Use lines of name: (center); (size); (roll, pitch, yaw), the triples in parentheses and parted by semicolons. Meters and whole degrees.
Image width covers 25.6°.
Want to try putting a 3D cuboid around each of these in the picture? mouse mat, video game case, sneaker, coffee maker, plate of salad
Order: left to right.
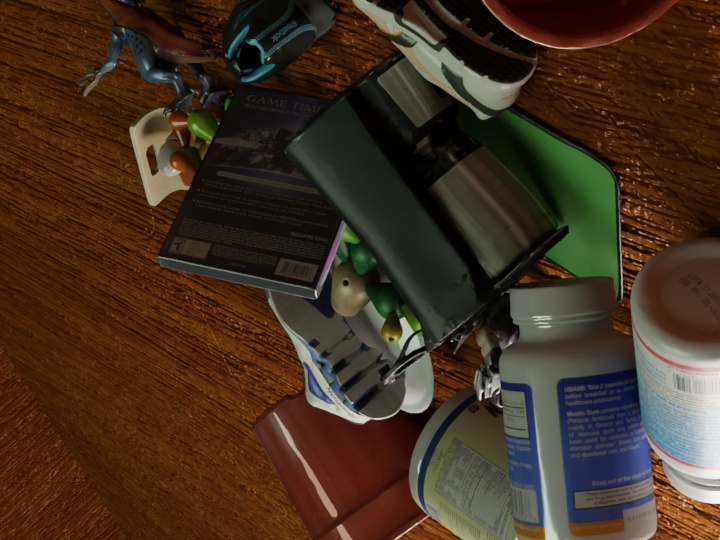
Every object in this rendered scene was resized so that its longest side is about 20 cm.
sneaker: (-0.095, -0.204, 1.406); (0.073, 0.082, 0.200); (49, 160, -7)
video game case: (-0.072, -0.072, 1.358); (0.142, 0.201, 0.019); (11, 145, 15)
sneaker: (-0.041, 0.085, 1.650); (0.200, 0.080, 0.115); (55, 153, 9)
plate of salad: (0.021, 0.055, 1.650); (0.200, 0.048, 0.201); (44, 150, 34)
coffee maker: (0.033, -0.047, 1.250); (0.200, 0.192, 0.135); (51, 175, 4)
sneaker: (0.042, -0.186, 1.183); (0.200, 0.074, 0.080); (44, 160, 15)
mouse mat: (0.135, -0.070, 1.279); (0.199, 0.008, 0.162); (35, 154, 33)

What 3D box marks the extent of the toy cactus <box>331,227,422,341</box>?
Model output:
toy cactus: (0.000, 0.000, 1.505); (0.200, 0.102, 0.165); (42, 151, 11)

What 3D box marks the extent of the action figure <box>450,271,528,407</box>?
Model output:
action figure: (0.155, 0.075, 1.331); (0.199, 0.130, 0.070); (34, 145, 16)

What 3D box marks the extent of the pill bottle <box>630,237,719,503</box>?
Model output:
pill bottle: (0.255, 0.080, 1.151); (0.108, 0.109, 0.201); (33, 153, 35)

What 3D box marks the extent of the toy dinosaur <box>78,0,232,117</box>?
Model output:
toy dinosaur: (-0.202, -0.241, 1.581); (0.182, 0.105, 0.200); (56, 139, 11)

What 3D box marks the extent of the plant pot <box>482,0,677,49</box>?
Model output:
plant pot: (0.077, -0.248, 0.875); (0.195, 0.200, 0.202); (37, 157, 49)

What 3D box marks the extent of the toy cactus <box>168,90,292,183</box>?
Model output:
toy cactus: (-0.113, -0.083, 1.496); (0.199, 0.102, 0.167); (0, 88, 40)

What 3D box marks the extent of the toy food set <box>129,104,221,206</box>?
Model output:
toy food set: (-0.135, -0.086, 1.633); (0.198, 0.061, 0.144); (18, 150, 14)

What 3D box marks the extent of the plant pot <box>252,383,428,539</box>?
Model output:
plant pot: (-0.008, 0.213, 1.775); (0.196, 0.200, 0.201); (55, 159, 7)

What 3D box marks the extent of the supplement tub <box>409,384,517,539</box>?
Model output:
supplement tub: (0.159, 0.211, 1.502); (0.199, 0.145, 0.146); (31, 152, 39)

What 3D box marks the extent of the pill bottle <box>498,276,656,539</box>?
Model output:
pill bottle: (0.166, 0.109, 1.228); (0.112, 0.111, 0.202); (-1, 95, 63)
